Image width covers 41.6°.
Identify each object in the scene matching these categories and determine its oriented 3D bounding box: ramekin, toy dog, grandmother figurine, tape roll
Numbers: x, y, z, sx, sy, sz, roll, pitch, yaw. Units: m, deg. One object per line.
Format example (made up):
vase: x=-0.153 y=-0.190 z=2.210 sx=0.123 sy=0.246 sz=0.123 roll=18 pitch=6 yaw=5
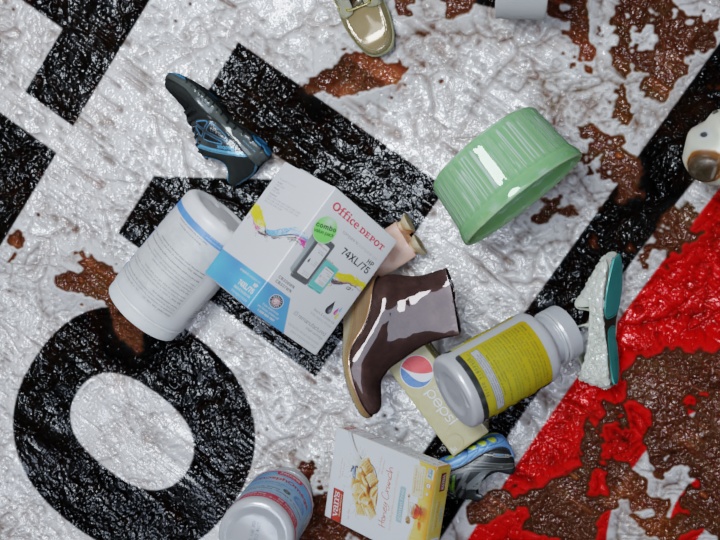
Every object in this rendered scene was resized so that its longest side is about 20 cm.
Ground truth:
ramekin: x=0.196 y=-0.133 z=1.310 sx=0.200 sy=0.200 sz=0.098 roll=-38 pitch=81 yaw=10
toy dog: x=0.544 y=-0.154 z=1.297 sx=0.199 sy=0.140 sz=0.194 roll=18 pitch=134 yaw=5
grandmother figurine: x=0.000 y=0.000 z=1.421 sx=0.199 sy=0.061 sz=0.122 roll=-30 pitch=63 yaw=13
tape roll: x=0.221 y=-0.439 z=1.274 sx=0.070 sy=0.202 sz=0.204 roll=3 pitch=95 yaw=8

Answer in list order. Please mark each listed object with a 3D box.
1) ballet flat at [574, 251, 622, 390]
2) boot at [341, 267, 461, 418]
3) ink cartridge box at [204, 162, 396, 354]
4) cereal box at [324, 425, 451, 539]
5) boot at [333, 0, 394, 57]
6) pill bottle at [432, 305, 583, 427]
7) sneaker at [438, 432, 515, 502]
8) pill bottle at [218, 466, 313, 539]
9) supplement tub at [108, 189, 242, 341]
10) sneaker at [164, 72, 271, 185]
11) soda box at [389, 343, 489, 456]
ballet flat: x=0.339 y=0.073 z=1.371 sx=0.071 sy=0.072 sz=0.201 roll=1 pitch=95 yaw=8
boot: x=0.059 y=0.102 z=1.342 sx=0.166 sy=0.072 sz=0.201 roll=-8 pitch=82 yaw=16
ink cartridge box: x=-0.084 y=-0.020 z=1.338 sx=0.147 sy=0.146 sz=0.200 roll=38 pitch=86 yaw=-38
cereal box: x=0.036 y=0.326 z=1.400 sx=0.199 sy=0.039 sz=0.145 roll=13 pitch=98 yaw=41
boot: x=-0.017 y=-0.403 z=1.334 sx=0.072 sy=0.155 sz=0.201 roll=-22 pitch=91 yaw=10
pill bottle: x=0.212 y=0.129 z=1.344 sx=0.199 sy=0.111 sz=0.112 roll=-27 pitch=91 yaw=-16
sneaker: x=0.141 y=0.318 z=1.417 sx=0.199 sy=0.071 sz=0.083 roll=-29 pitch=88 yaw=9
pill bottle: x=-0.130 y=0.358 z=1.396 sx=0.108 sy=0.200 sz=0.109 roll=1 pitch=95 yaw=8
supplement tub: x=-0.266 y=-0.009 z=1.420 sx=0.132 sy=0.132 sz=0.200 roll=43 pitch=99 yaw=3
sneaker: x=-0.230 y=-0.215 z=1.425 sx=0.200 sy=0.073 sz=0.082 roll=44 pitch=101 yaw=3
soda box: x=0.107 y=0.172 z=1.413 sx=0.068 sy=0.064 sz=0.200 roll=-37 pitch=88 yaw=10
